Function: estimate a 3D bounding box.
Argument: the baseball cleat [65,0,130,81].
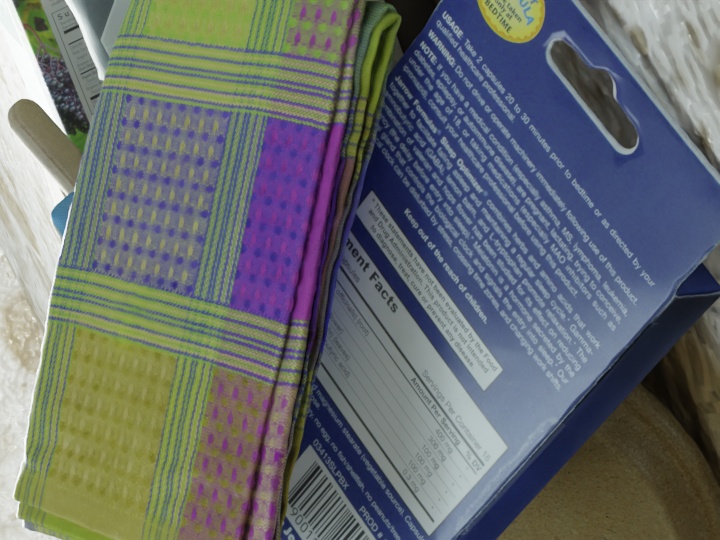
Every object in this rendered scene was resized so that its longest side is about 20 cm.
[{"bbox_3d":[-0.085,-0.123,1.181,0.106,0.070,0.200,3,147,40],"label":"baseball cleat"}]

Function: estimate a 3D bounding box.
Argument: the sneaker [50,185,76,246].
[{"bbox_3d":[-0.078,0.011,1.039,0.200,0.072,0.072,83,171,-64],"label":"sneaker"}]

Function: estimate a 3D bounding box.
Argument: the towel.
[{"bbox_3d":[-0.052,0.002,0.849,0.143,0.023,0.201,12,91,52],"label":"towel"}]

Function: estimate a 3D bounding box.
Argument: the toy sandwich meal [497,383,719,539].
[{"bbox_3d":[0.037,0.064,0.926,0.204,0.070,0.206,14,133,15],"label":"toy sandwich meal"}]

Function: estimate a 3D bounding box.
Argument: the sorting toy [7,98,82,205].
[{"bbox_3d":[-0.093,0.018,1.331,0.185,0.036,0.200,47,168,26],"label":"sorting toy"}]

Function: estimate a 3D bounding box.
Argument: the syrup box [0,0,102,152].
[{"bbox_3d":[-0.143,-0.135,1.383,0.079,0.081,0.201,45,160,55],"label":"syrup box"}]

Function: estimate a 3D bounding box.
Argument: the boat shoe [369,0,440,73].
[{"bbox_3d":[0.008,-0.056,0.931,0.072,0.060,0.200,16,144,28],"label":"boat shoe"}]

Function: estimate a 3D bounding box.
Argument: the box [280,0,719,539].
[{"bbox_3d":[0.029,0.006,0.814,0.121,0.032,0.200,54,125,23],"label":"box"}]
